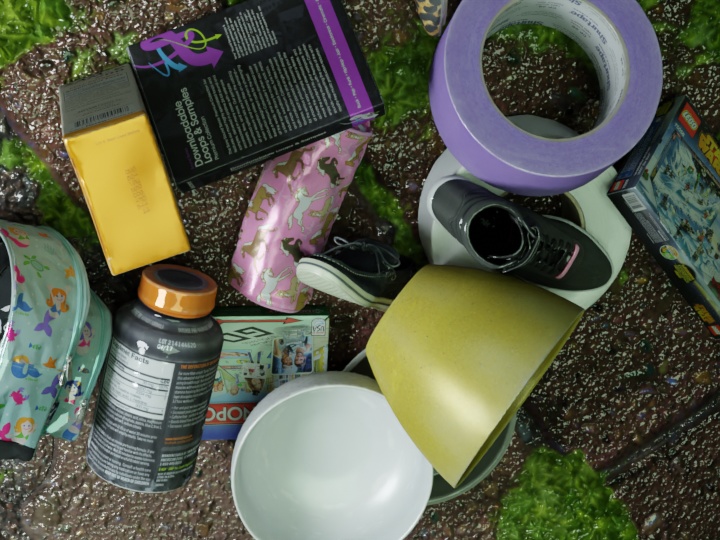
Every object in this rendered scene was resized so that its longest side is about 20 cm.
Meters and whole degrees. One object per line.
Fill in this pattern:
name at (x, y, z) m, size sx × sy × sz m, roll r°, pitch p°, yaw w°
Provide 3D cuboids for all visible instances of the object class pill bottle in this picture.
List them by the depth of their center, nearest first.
pill bottle at (-0.188, 0.097, 1.361) m, size 0.106 × 0.106 × 0.201 m, roll 11°, pitch 109°, yaw -13°

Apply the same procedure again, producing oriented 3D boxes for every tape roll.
tape roll at (0.165, -0.173, 1.312) m, size 0.199 × 0.085 × 0.201 m, roll 1°, pitch 82°, yaw -7°
tape roll at (0.158, -0.045, 1.413) m, size 0.201 × 0.071 × 0.204 m, roll -3°, pitch 111°, yaw -9°

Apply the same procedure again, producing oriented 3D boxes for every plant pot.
plant pot at (0.090, 0.075, 1.329) m, size 0.142 × 0.200 × 0.200 m, roll 37°, pitch 103°, yaw 10°

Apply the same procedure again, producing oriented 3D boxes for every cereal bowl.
cereal bowl at (-0.030, 0.185, 1.424) m, size 0.199 × 0.083 × 0.201 m, roll -2°, pitch 111°, yaw -5°

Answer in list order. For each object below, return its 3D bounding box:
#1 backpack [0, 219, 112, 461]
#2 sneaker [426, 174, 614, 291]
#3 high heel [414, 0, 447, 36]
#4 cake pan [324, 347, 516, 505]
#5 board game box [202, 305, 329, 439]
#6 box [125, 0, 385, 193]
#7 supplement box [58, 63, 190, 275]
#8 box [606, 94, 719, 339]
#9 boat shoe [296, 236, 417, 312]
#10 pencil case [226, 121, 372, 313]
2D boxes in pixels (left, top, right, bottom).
backpack at (-0.316, 0.056, 1.320) m, size 0.150 × 0.177 × 0.201 m, roll 5°, pitch 107°, yaw -35°
sneaker at (0.157, -0.018, 1.333) m, size 0.199 × 0.099 × 0.071 m, roll 25°, pitch 103°, yaw -18°
high heel at (0.004, -0.299, 1.300) m, size 0.142 × 0.071 × 0.201 m, roll -9°, pitch 113°, yaw 5°
cake pan at (0.059, 0.145, 1.487) m, size 0.199 × 0.037 × 0.201 m, roll -3°, pitch 111°, yaw -8°
board game box at (-0.133, 0.102, 1.444) m, size 0.199 × 0.029 × 0.135 m, roll -1°, pitch 110°, yaw -9°
box at (-0.094, -0.170, 1.302) m, size 0.199 × 0.036 × 0.144 m, roll -20°, pitch 74°, yaw -2°
supplement box at (-0.209, -0.092, 1.264) m, size 0.073 × 0.200 × 0.127 m, roll -19°, pitch 112°, yaw -6°
box at (0.331, -0.051, 1.414) m, size 0.200 × 0.040 × 0.137 m, roll 50°, pitch 54°, yaw -21°
boat shoe at (0.000, 0.000, 1.361) m, size 0.074 × 0.200 × 0.063 m, roll 21°, pitch 92°, yaw 25°
pencil case at (-0.057, -0.064, 1.365) m, size 0.082 × 0.086 × 0.201 m, roll 26°, pitch 108°, yaw 15°
